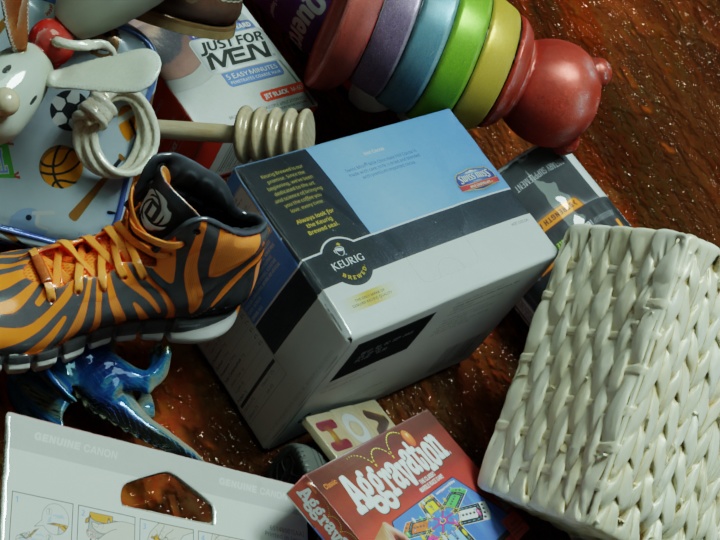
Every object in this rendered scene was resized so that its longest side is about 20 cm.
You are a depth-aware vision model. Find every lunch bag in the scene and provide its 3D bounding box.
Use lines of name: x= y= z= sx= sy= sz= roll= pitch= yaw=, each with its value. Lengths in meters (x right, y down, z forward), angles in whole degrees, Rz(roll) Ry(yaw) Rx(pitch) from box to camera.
lunch bag: x=-0.229 y=-0.095 z=0.849 sx=0.198 sy=0.075 sz=0.162 roll=15 pitch=92 yaw=-20

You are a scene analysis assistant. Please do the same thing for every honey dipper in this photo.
honey dipper: x=-0.129 y=-0.092 z=0.922 sx=0.198 sy=0.038 sz=0.038 roll=5 pitch=44 yaw=12

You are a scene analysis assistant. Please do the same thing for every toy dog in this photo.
toy dog: x=-0.138 y=-0.152 z=0.786 sx=0.131 sy=0.096 sz=0.202 roll=21 pitch=86 yaw=-25

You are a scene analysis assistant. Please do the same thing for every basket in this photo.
basket: x=0.175 y=0.077 z=0.884 sx=0.123 sy=0.135 sz=0.202 roll=26 pitch=81 yaw=-29

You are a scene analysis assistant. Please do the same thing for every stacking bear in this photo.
stacking bear: x=0.075 y=-0.148 z=0.992 sx=0.198 sy=0.122 sz=0.114 roll=20 pitch=12 yaw=-11

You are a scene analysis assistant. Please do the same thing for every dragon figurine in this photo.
dragon figurine: x=-0.165 y=0.060 z=0.811 sx=0.099 sy=0.059 sz=0.201 roll=-15 pitch=60 yaw=-38

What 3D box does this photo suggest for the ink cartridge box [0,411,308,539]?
ink cartridge box: x=-0.107 y=0.181 z=0.718 sx=0.199 sy=0.045 sz=0.178 roll=22 pitch=50 yaw=-38

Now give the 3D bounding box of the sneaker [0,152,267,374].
sneaker: x=-0.140 y=-0.012 z=0.765 sx=0.199 sy=0.112 sz=0.078 roll=-9 pitch=55 yaw=-35

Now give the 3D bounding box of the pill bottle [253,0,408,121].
pill bottle: x=0.000 y=-0.203 z=1.100 sx=0.200 sy=0.113 sz=0.112 roll=46 pitch=44 yaw=9

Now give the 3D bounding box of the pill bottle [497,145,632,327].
pill bottle: x=0.166 y=0.012 z=1.036 sx=0.106 sy=0.106 sz=0.201 roll=-23 pitch=69 yaw=-43

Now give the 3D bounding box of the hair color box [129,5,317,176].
hair color box: x=-0.134 y=-0.163 z=1.015 sx=0.110 sy=0.064 sz=0.201 roll=-23 pitch=68 yaw=-42

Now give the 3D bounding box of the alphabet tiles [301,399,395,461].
alphabet tiles: x=0.048 y=0.161 z=0.857 sx=0.200 sy=0.008 sz=0.167 roll=51 pitch=20 yaw=15

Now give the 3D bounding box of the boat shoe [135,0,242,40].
boat shoe: x=-0.158 y=-0.199 z=0.860 sx=0.198 sy=0.071 sz=0.071 roll=15 pitch=22 yaw=-24

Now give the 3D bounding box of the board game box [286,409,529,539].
board game box: x=0.035 y=0.141 z=0.830 sx=0.103 sy=0.019 sz=0.200 roll=48 pitch=19 yaw=11

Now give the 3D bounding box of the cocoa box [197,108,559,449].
cocoa box: x=0.000 y=0.000 z=0.916 sx=0.199 sy=0.134 sz=0.132 roll=-20 pitch=67 yaw=-42

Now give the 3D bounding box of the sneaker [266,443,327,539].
sneaker: x=0.011 y=0.196 z=0.820 sx=0.104 sy=0.060 sz=0.201 roll=13 pitch=46 yaw=-36
